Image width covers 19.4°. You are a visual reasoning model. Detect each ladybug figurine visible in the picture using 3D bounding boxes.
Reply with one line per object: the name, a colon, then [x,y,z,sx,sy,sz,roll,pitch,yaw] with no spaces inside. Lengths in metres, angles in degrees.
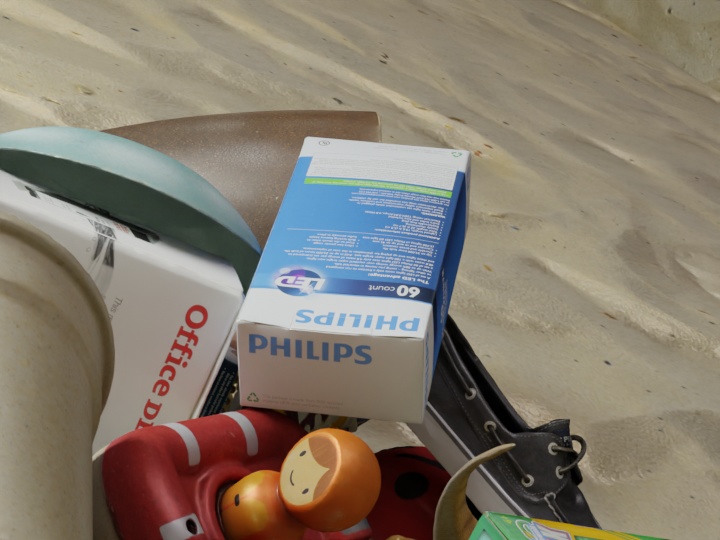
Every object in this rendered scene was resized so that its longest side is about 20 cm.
ladybug figurine: [0.066,0.159,1.268,0.199,0.072,0.136,19,19,-20]

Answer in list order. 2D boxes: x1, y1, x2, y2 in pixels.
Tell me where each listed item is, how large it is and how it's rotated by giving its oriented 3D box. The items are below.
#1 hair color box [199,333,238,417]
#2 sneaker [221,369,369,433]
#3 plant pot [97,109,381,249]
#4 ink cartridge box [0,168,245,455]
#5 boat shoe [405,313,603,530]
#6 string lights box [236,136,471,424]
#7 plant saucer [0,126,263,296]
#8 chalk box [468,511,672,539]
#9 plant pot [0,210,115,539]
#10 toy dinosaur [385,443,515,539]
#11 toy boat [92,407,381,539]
hair color box: [-0.100,0.058,1.343,0.200,0.061,0.100,28,18,3]
sneaker: [-0.030,0.076,1.241,0.090,0.075,0.200,21,55,-1]
plant pot: [-0.100,-0.033,1.447,0.199,0.187,0.187,9,20,-6]
ink cartridge box: [-0.183,0.032,1.152,0.200,0.147,0.083,23,9,-14]
boat shoe: [0.092,0.103,1.203,0.200,0.066,0.070,48,15,16]
string lights box: [0.000,0.000,1.190,0.102,0.059,0.200,6,34,8]
plant saucer: [-0.141,-0.041,1.224,0.200,0.039,0.201,16,-17,5]
chalk box: [0.107,0.211,1.090,0.200,0.124,0.125,13,21,-36]
plant pot: [-0.192,0.101,0.916,0.200,0.201,0.184,16,30,-28]
toy dinosaur: [0.053,0.156,1.160,0.060,0.106,0.200,-110,177,-46]
toy boat: [-0.046,0.123,1.070,0.200,0.131,0.131,-6,66,-58]
